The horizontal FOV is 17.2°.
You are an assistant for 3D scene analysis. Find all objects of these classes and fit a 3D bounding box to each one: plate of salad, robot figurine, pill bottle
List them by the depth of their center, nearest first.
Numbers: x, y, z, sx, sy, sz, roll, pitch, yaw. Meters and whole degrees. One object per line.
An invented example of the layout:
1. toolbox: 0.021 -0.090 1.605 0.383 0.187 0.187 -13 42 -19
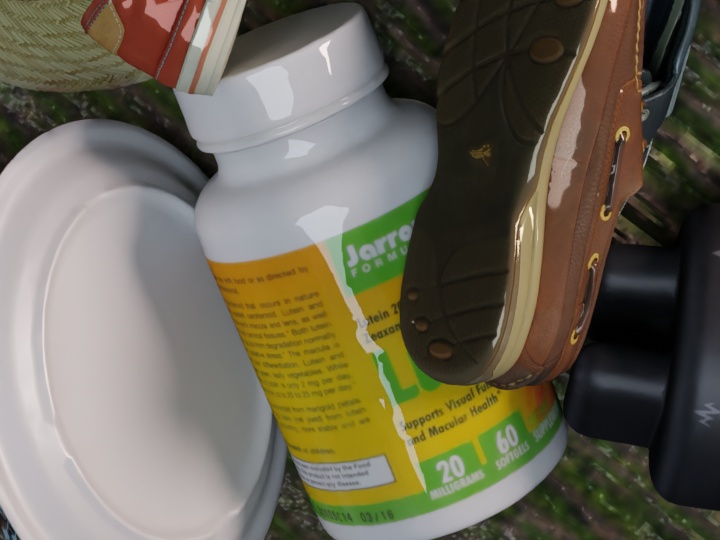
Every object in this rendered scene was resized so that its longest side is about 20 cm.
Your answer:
1. robot figurine: 0.183 0.039 0.939 0.199 0.125 0.151 8 110 4
2. plate of salad: -0.096 0.040 0.945 0.048 0.200 0.201 -11 109 33
3. pill bottle: 0.000 0.000 0.955 0.111 0.111 0.201 -19 107 13

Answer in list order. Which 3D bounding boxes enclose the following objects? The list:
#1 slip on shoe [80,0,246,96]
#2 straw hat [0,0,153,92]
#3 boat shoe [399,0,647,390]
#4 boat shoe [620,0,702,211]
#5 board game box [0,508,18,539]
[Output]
1. slip on shoe: -0.055 -0.166 0.888 0.061 0.074 0.201 17 80 -5
2. straw hat: -0.130 -0.156 0.929 0.200 0.085 0.202 2 110 6
3. boat shoe: 0.071 -0.053 0.895 0.067 0.072 0.201 11 94 -42
4. boat shoe: 0.093 -0.084 0.940 0.073 0.062 0.201 19 111 -1
5. board game box: -0.166 0.068 0.997 0.035 0.135 0.200 -35 108 -29
